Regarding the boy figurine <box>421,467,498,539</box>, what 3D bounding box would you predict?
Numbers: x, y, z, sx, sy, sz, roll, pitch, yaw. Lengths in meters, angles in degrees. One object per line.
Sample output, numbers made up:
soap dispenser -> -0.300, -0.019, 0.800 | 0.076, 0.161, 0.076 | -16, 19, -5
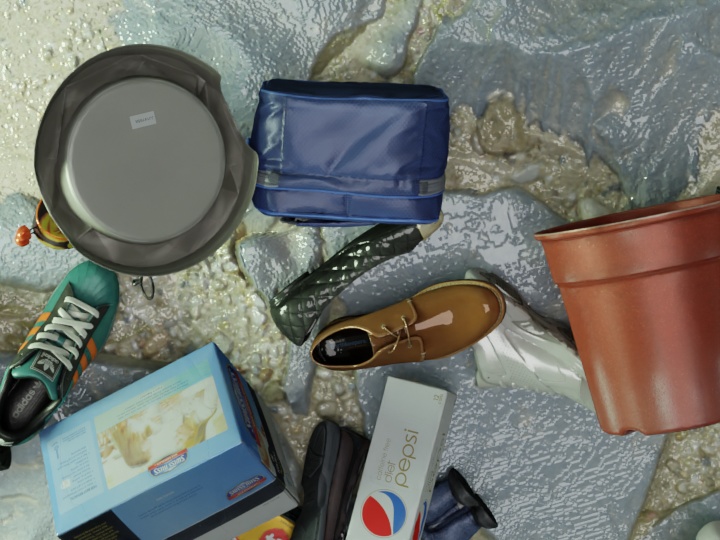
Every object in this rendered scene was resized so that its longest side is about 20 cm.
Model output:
boy figurine -> 0.038, 0.286, 1.472 | 0.200, 0.064, 0.124 | -37, 104, 3

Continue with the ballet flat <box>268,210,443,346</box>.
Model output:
ballet flat -> 0.000, 0.000, 1.398 | 0.200, 0.066, 0.057 | -34, 95, 14

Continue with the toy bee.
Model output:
toy bee -> -0.269, -0.067, 1.323 | 0.108, 0.200, 0.131 | -14, 148, -23

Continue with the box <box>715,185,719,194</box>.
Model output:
box -> 0.392, 0.027, 1.424 | 0.116, 0.060, 0.201 | 11, 103, -5

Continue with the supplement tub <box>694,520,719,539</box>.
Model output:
supplement tub -> 0.369, 0.373, 1.466 | 0.144, 0.145, 0.200 | 25, 102, -8

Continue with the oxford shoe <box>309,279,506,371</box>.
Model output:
oxford shoe -> 0.044, 0.061, 1.383 | 0.199, 0.071, 0.072 | -19, 92, 19

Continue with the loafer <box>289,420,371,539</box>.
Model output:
loafer -> -0.028, 0.250, 1.422 | 0.063, 0.072, 0.201 | 18, 67, -21

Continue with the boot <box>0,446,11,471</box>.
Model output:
boot -> -0.449, 0.131, 1.403 | 0.157, 0.079, 0.212 | -16, 105, 2

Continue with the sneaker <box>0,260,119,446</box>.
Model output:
sneaker -> -0.292, 0.082, 1.384 | 0.071, 0.080, 0.200 | 28, 86, -9

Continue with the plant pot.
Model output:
plant pot -> 0.276, 0.042, 1.333 | 0.200, 0.201, 0.196 | -11, 93, 0

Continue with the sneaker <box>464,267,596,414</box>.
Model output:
sneaker -> 0.162, 0.088, 1.430 | 0.200, 0.078, 0.099 | 38, 106, -1

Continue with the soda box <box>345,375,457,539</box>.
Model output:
soda box -> 0.037, 0.209, 1.414 | 0.063, 0.068, 0.201 | 13, 84, 14

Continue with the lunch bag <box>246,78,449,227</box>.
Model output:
lunch bag -> -0.018, -0.104, 1.335 | 0.199, 0.136, 0.133 | 2, 103, 0

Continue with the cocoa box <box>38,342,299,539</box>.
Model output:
cocoa box -> -0.185, 0.189, 1.379 | 0.200, 0.134, 0.131 | -27, 137, 5

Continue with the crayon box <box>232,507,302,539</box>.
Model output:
crayon box -> -0.127, 0.324, 1.480 | 0.127, 0.051, 0.200 | 33, 101, -10

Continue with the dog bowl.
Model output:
dog bowl -> -0.192, -0.097, 1.265 | 0.199, 0.059, 0.201 | -3, 97, -23
